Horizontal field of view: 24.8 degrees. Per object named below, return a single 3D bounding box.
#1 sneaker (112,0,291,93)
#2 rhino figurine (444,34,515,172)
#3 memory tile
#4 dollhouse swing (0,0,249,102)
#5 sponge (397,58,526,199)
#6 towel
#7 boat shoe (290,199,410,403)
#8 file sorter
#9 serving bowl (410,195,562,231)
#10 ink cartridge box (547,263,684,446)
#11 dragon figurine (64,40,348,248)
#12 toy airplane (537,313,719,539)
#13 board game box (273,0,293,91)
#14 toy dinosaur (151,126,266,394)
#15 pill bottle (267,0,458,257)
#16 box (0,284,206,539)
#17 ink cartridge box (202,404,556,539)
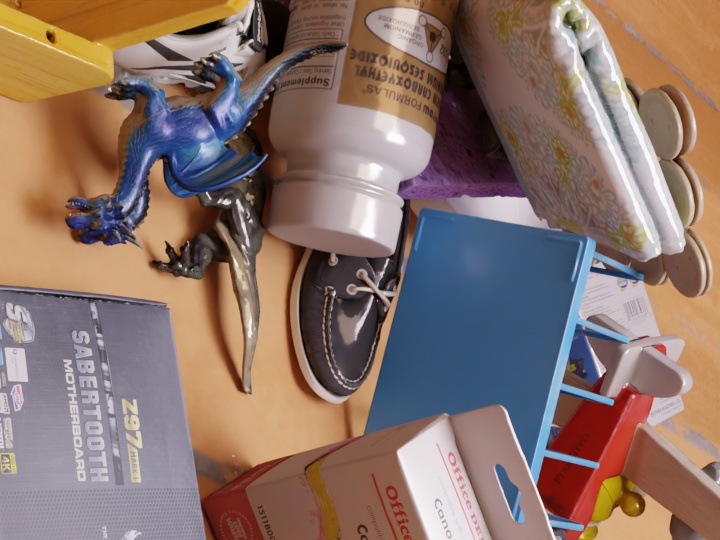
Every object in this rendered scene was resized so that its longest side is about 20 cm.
[{"bbox_3d":[-0.094,-0.163,1.096,0.200,0.088,0.074,-12,81,-51],"label":"sneaker"},{"bbox_3d":[0.089,-0.163,1.233,0.087,0.060,0.200,-22,88,-47],"label":"rhino figurine"},{"bbox_3d":[0.190,-0.065,1.187,0.017,0.200,0.154,-17,104,-18],"label":"memory tile"},{"bbox_3d":[-0.178,-0.229,0.954,0.182,0.176,0.200,19,60,-48],"label":"dollhouse swing"},{"bbox_3d":[0.081,-0.109,1.259,0.200,0.030,0.112,-2,66,-47],"label":"sponge"},{"bbox_3d":[0.141,-0.106,1.129,0.048,0.171,0.200,-32,110,-12],"label":"towel"},{"bbox_3d":[0.000,0.000,1.181,0.074,0.060,0.200,40,45,-35],"label":"boat shoe"},{"bbox_3d":[0.106,0.075,1.166,0.123,0.139,0.200,20,83,-53],"label":"file sorter"},{"bbox_3d":[0.089,-0.085,1.326,0.200,0.066,0.200,26,49,-33],"label":"serving bowl"},{"bbox_3d":[0.192,0.046,1.404,0.136,0.076,0.200,-14,87,-56],"label":"ink cartridge box"},{"bbox_3d":[-0.096,-0.078,1.019,0.200,0.059,0.100,-18,91,-18],"label":"dragon figurine"},{"bbox_3d":[0.193,0.134,1.260,0.141,0.199,0.200,23,55,-50],"label":"toy airplane"},{"bbox_3d":[-0.018,-0.192,1.281,0.120,0.032,0.200,47,41,-35],"label":"board game box"},{"bbox_3d":[-0.092,-0.025,1.086,0.088,0.047,0.200,26,57,-53],"label":"toy dinosaur"},{"bbox_3d":[-0.002,-0.116,1.126,0.114,0.114,0.201,21,76,-47],"label":"pill bottle"},{"bbox_3d":[-0.162,0.112,0.918,0.158,0.051,0.200,10,66,-52],"label":"box"},{"bbox_3d":[0.012,0.162,0.999,0.067,0.200,0.117,-27,95,-55],"label":"ink cartridge box"}]
